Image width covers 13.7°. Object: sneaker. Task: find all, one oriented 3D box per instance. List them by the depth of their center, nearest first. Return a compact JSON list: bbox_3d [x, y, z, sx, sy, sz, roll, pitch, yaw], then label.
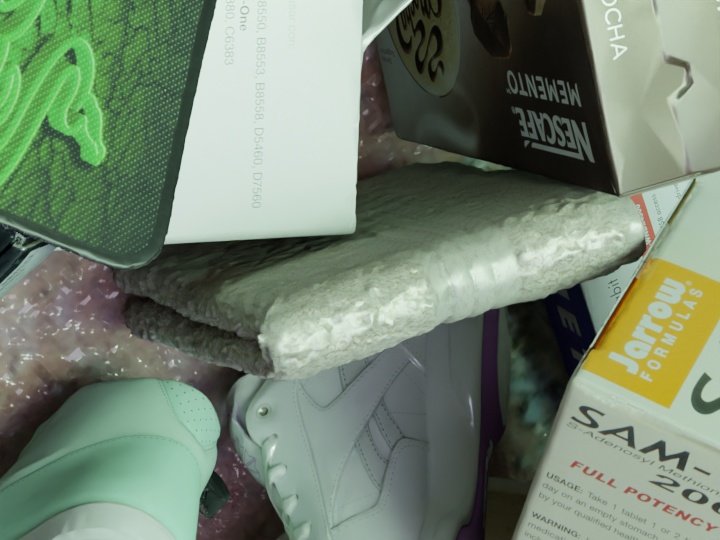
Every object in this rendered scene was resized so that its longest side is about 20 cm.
[{"bbox_3d":[-0.002,0.085,1.052,0.099,0.200,0.075,2,141,9],"label":"sneaker"},{"bbox_3d":[-0.128,0.109,1.059,0.200,0.118,0.074,-28,111,27],"label":"sneaker"}]

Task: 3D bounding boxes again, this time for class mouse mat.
[{"bbox_3d":[-0.113,-0.108,0.871,0.161,0.008,0.200,22,57,-18],"label":"mouse mat"}]

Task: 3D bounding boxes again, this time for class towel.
[{"bbox_3d":[0.000,0.000,1.008,0.132,0.200,0.035,-20,100,-15],"label":"towel"}]

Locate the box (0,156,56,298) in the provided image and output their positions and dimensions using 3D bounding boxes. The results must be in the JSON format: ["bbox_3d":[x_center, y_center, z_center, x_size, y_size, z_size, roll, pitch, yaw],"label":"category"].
[{"bbox_3d":[-0.199,-0.043,0.893,0.159,0.046,0.200,-39,86,25],"label":"box"}]

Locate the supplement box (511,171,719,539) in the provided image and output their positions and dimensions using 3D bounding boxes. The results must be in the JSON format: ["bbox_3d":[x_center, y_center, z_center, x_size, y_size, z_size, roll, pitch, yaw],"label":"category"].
[{"bbox_3d":[0.097,0.079,0.978,0.073,0.126,0.200,26,135,10],"label":"supplement box"}]

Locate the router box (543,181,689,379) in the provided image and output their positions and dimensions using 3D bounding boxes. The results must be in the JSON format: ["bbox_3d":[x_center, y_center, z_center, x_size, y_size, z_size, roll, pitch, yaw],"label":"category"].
[{"bbox_3d":[0.169,0.020,1.161,0.179,0.049,0.200,-24,112,-14],"label":"router box"}]

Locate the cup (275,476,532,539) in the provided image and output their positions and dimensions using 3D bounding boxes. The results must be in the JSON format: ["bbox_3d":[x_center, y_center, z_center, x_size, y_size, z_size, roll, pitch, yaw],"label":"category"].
[{"bbox_3d":[0.040,0.197,1.098,0.200,0.201,0.144,-9,135,-19],"label":"cup"}]

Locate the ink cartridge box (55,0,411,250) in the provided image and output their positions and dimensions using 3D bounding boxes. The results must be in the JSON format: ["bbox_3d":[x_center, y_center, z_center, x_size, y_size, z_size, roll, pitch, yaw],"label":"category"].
[{"bbox_3d":[-0.087,-0.081,0.988,0.199,0.129,0.126,-2,105,-20],"label":"ink cartridge box"}]

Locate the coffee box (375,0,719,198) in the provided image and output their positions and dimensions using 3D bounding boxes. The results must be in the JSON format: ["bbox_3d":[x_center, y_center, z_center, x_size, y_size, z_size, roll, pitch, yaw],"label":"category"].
[{"bbox_3d":[0.070,-0.097,1.000,0.080,0.200,0.113,-15,103,-17],"label":"coffee box"}]
